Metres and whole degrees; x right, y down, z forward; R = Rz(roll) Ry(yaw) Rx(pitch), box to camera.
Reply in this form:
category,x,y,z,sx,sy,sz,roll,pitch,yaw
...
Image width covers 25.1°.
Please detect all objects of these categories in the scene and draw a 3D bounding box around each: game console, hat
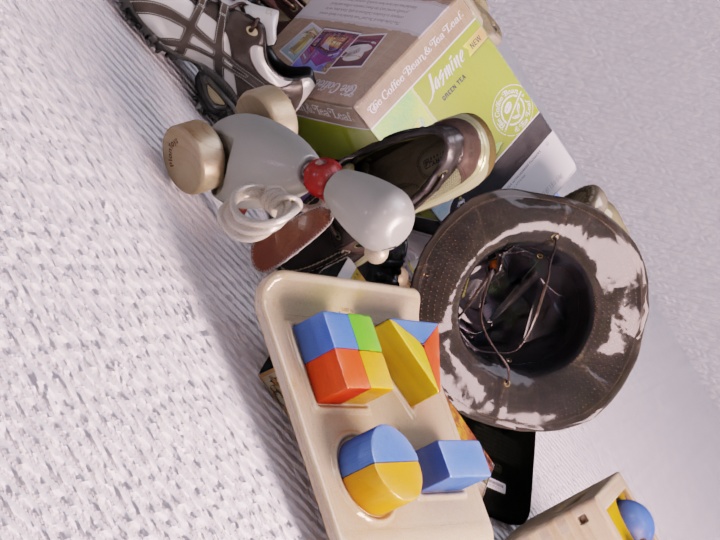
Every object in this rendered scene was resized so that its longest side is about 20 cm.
category,x,y,z,sx,sy,sz,roll,pitch,yaw
game console,0.065,0.115,1.367,0.200,0.116,0.176,31,61,-60
hat,0.118,0.030,1.251,0.201,0.200,0.081,56,-14,-13

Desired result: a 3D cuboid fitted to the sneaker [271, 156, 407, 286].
category,x,y,z,sx,sy,sz,roll,pitch,yaw
sneaker,0.000,0.000,1.234,0.076,0.087,0.200,32,31,-61

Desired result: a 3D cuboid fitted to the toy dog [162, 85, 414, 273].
category,x,y,z,sx,sy,sz,roll,pitch,yaw
toy dog,-0.050,-0.044,1.084,0.200,0.132,0.096,-126,-151,-51

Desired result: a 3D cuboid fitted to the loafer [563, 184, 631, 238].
category,x,y,z,sx,sy,sz,roll,pitch,yaw
loafer,0.159,-0.013,1.343,0.068,0.076,0.200,46,-19,-7

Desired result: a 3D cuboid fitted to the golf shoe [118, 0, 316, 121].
category,x,y,z,sx,sy,sz,roll,pitch,yaw
golf shoe,-0.113,-0.191,1.228,0.200,0.094,0.078,50,18,-27

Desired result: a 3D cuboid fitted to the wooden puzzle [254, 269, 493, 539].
category,x,y,z,sx,sy,sz,roll,pitch,yaw
wooden puzzle,0.022,0.098,1.066,0.185,0.046,0.200,9,62,-55

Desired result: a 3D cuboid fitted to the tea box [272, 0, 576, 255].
category,x,y,z,sx,sy,sz,roll,pitch,yaw
tea box,0.036,-0.123,1.348,0.197,0.134,0.200,50,-16,-31

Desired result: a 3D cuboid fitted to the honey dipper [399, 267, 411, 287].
category,x,y,z,sx,sy,sz,roll,pitch,yaw
honey dipper,0.079,0.047,1.521,0.200,0.038,0.038,38,25,-44

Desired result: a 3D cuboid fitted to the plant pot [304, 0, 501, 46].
category,x,y,z,sx,sy,sz,roll,pitch,yaw
plant pot,0.033,-0.237,1.619,0.201,0.183,0.201,53,16,-23

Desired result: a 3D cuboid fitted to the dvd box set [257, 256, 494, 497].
category,x,y,z,sx,sy,sz,roll,pitch,yaw
dvd box set,0.017,0.106,1.133,0.200,0.029,0.146,55,30,-15

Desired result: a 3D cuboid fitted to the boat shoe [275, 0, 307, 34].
category,x,y,z,sx,sy,sz,roll,pitch,yaw
boat shoe,-0.109,-0.296,1.482,0.200,0.072,0.072,56,14,-6

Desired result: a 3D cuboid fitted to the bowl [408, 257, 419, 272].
category,x,y,z,sx,sy,sz,roll,pitch,yaw
bowl,0.148,0.027,1.499,0.201,0.094,0.201,42,6,-5

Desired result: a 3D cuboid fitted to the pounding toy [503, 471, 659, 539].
category,x,y,z,sx,sy,sz,roll,pitch,yaw
pounding toy,0.220,0.271,1.324,0.184,0.142,0.200,61,14,7

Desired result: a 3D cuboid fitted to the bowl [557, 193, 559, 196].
category,x,y,z,sx,sy,sz,roll,pitch,yaw
bowl,0.122,-0.087,1.573,0.201,0.039,0.201,43,-12,11

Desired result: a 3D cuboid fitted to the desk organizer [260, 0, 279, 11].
category,x,y,z,sx,sy,sz,roll,pitch,yaw
desk organizer,-0.146,-0.258,1.270,0.200,0.072,0.077,39,23,-57

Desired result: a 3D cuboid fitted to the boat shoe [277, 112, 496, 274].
category,x,y,z,sx,sy,sz,roll,pitch,yaw
boat shoe,0.002,-0.055,1.156,0.065,0.200,0.073,3,58,-54
